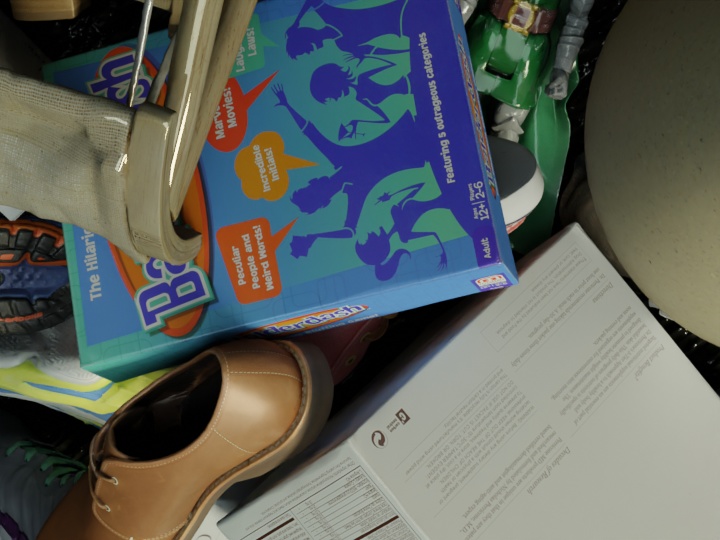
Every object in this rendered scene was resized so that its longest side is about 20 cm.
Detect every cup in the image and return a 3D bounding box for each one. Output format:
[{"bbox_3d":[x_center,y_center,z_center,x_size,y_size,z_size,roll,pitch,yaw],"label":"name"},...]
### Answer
[{"bbox_3d":[0.203,-0.057,0.646,0.199,0.143,0.201,0,92,-5],"label":"cup"}]

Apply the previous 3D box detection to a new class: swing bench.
[{"bbox_3d":[-0.146,-0.123,0.667,0.198,0.130,0.201,17,92,6],"label":"swing bench"}]

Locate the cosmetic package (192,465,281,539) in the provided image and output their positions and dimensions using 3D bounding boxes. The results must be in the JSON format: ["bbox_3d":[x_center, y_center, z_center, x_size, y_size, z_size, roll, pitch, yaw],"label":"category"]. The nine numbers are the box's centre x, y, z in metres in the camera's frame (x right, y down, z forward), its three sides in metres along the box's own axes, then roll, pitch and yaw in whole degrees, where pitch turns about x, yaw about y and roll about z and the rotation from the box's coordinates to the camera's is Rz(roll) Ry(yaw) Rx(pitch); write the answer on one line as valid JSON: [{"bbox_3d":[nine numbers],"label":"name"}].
[{"bbox_3d":[-0.020,0.150,0.894,0.199,0.071,0.102,11,120,-25],"label":"cosmetic package"}]

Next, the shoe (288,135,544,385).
[{"bbox_3d":[0.000,0.000,0.806,0.199,0.072,0.091,-14,127,9],"label":"shoe"}]

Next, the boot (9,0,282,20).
[{"bbox_3d":[-0.086,-0.198,0.762,0.200,0.071,0.145,-5,110,0],"label":"boot"}]

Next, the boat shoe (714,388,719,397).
[{"bbox_3d":[0.207,0.093,0.898,0.091,0.071,0.201,-26,115,5],"label":"boat shoe"}]

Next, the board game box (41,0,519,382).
[{"bbox_3d":[-0.041,-0.046,0.746,0.199,0.045,0.153,-15,74,13],"label":"board game box"}]

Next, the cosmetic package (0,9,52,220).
[{"bbox_3d":[-0.219,-0.123,0.797,0.051,0.083,0.200,-37,110,19],"label":"cosmetic package"}]

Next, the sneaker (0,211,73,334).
[{"bbox_3d":[-0.129,-0.011,0.857,0.199,0.078,0.076,5,113,-19],"label":"sneaker"}]

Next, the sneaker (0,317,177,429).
[{"bbox_3d":[-0.126,0.078,0.896,0.199,0.076,0.106,2,117,1],"label":"sneaker"}]

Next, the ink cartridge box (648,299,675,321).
[{"bbox_3d":[0.228,-0.064,0.761,0.145,0.085,0.201,9,94,-5],"label":"ink cartridge box"}]

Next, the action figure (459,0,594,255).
[{"bbox_3d":[0.072,-0.108,0.810,0.118,0.055,0.201,18,112,-3],"label":"action figure"}]

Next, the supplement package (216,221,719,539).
[{"bbox_3d":[0.079,0.126,0.797,0.200,0.191,0.147,51,143,0],"label":"supplement package"}]

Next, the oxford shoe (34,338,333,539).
[{"bbox_3d":[-0.103,0.091,0.751,0.071,0.072,0.200,13,132,-45],"label":"oxford shoe"}]

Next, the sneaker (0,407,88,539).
[{"bbox_3d":[-0.152,0.123,0.871,0.074,0.200,0.088,14,116,-44],"label":"sneaker"}]

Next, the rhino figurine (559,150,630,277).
[{"bbox_3d":[0.193,-0.010,0.845,0.200,0.060,0.088,31,107,-10],"label":"rhino figurine"}]
